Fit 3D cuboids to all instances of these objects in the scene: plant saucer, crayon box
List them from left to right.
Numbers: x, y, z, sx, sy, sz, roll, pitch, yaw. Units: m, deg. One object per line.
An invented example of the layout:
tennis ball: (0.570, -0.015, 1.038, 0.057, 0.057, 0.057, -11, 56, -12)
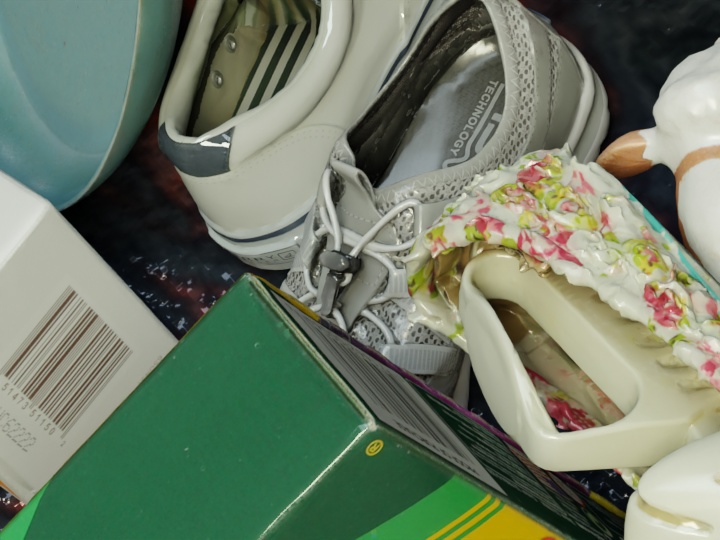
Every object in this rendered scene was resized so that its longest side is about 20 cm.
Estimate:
plant saucer: (-0.100, -0.119, 0.883, 0.027, 0.201, 0.200, -8, 48, -27)
crayon box: (-0.019, 0.110, 0.661, 0.173, 0.200, 0.058, -47, 53, 7)

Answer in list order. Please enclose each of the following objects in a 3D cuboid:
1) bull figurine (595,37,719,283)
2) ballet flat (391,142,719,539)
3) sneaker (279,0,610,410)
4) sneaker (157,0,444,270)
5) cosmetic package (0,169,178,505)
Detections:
bull figurine: (0.138, 0.028, 0.701, 0.065, 0.121, 0.200, -40, 54, 18)
ballet flat: (0.076, 0.042, 0.657, 0.064, 0.076, 0.200, -19, 40, -26)
sneaker: (0.000, 0.000, 0.809, 0.075, 0.082, 0.200, 15, 68, 30)
sneaker: (-0.007, -0.100, 0.878, 0.073, 0.071, 0.201, 4, 61, 26)
cosmetic package: (-0.160, -0.013, 0.876, 0.200, 0.101, 0.071, 32, 78, 35)
